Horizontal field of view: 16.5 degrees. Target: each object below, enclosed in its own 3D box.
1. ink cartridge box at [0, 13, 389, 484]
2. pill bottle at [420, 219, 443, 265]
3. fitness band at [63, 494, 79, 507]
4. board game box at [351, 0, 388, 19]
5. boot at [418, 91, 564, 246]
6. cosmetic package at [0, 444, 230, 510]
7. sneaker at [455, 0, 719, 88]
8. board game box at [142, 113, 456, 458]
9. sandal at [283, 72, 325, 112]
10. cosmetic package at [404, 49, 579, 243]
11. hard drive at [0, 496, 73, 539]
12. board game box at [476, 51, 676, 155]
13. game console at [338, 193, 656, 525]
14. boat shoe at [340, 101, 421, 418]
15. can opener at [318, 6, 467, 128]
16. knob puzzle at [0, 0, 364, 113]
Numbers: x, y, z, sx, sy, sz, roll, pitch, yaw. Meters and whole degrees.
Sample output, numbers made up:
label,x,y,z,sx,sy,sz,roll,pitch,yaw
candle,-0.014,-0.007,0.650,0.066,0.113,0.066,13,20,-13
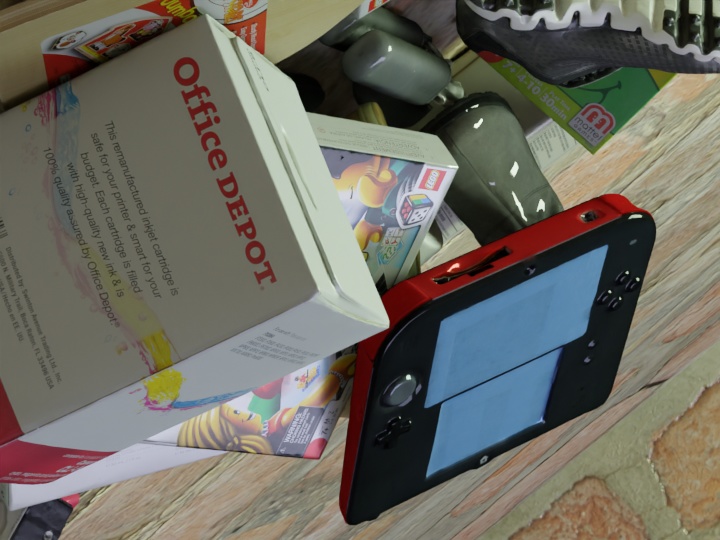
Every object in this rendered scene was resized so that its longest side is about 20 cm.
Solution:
label,x,y,z,sx,sy,sz,roll,pitch,yaw
ink cartridge box,-0.111,-0.004,1.175,0.199,0.146,0.145,-24,168,11
pill bottle,-0.053,0.011,1.520,0.200,0.116,0.116,-40,166,15
fitness band,-0.212,0.127,1.695,0.200,0.037,0.144,-22,158,-49
board game box,0.047,-0.207,1.206,0.126,0.035,0.200,-33,166,-14
boot,0.105,-0.023,1.489,0.070,0.132,0.200,-38,154,9
cosmetic package,-0.113,0.042,1.391,0.199,0.052,0.151,-13,134,-22
sneaker,0.144,-0.142,1.423,0.199,0.067,0.091,9,155,-7
board game box,-0.044,0.010,1.333,0.126,0.035,0.200,7,121,-31
sandal,-0.091,-0.054,1.346,0.200,0.048,0.075,-25,162,-41
cosmetic package,0.100,-0.106,1.596,0.200,0.073,0.104,-37,166,0
hard drive,-0.265,0.200,1.451,0.038,0.140,0.200,37,78,-42
board game box,0.168,-0.172,1.462,0.200,0.102,0.048,-45,-172,34
game console,0.078,0.051,1.405,0.200,0.031,0.177,-23,139,-28
boat shoe,0.000,-0.001,1.421,0.063,0.073,0.201,-9,126,-5
can opener,0.014,-0.109,1.418,0.067,0.053,0.200,-40,165,13
knob puzzle,-0.077,-0.123,1.147,0.219,0.031,0.220,-21,167,-5
